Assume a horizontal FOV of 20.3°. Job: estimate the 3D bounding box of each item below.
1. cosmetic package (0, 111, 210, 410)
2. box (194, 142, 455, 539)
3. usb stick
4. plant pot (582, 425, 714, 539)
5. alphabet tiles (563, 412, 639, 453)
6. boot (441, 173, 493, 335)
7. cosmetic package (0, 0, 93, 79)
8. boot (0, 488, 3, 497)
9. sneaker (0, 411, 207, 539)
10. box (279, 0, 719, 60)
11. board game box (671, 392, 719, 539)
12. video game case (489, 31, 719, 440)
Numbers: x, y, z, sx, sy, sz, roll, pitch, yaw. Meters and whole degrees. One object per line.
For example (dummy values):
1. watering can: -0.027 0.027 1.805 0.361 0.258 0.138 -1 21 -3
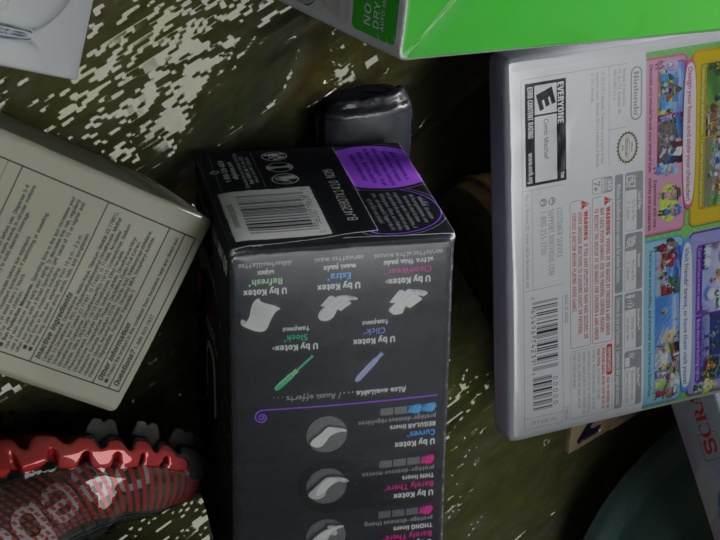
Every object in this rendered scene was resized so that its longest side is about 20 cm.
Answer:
1. cosmetic package: -0.176 -0.021 0.869 0.200 0.071 0.105 26 94 -41
2. box: -0.021 0.052 0.966 0.106 0.122 0.200 -4 115 -11
3. usb stick: 0.000 0.000 1.034 0.055 0.033 0.200 -14 119 -29
4. plant pot: 0.246 0.194 1.221 0.200 0.134 0.201 -22 131 -27
5. alphabet tiles: 0.158 0.009 1.102 0.166 0.006 0.200 -26 138 -30
6. boot: 0.147 -0.042 1.106 0.200 0.066 0.175 -39 141 -14
7. cosmetic package: -0.192 -0.167 0.793 0.200 0.052 0.151 7 97 -39
8. boot: -0.249 0.098 0.797 0.162 0.198 0.073 -43 127 -20
9. sneaker: -0.162 0.116 0.932 0.200 0.071 0.098 -3 90 -34
10. box: 0.052 -0.165 0.899 0.200 0.176 0.097 -9 117 -33
11. board game box: 0.275 0.100 1.139 0.199 0.041 0.200 -14 82 -33
12. video game case: 0.149 -0.024 1.019 0.182 0.022 0.200 -11 112 -22
